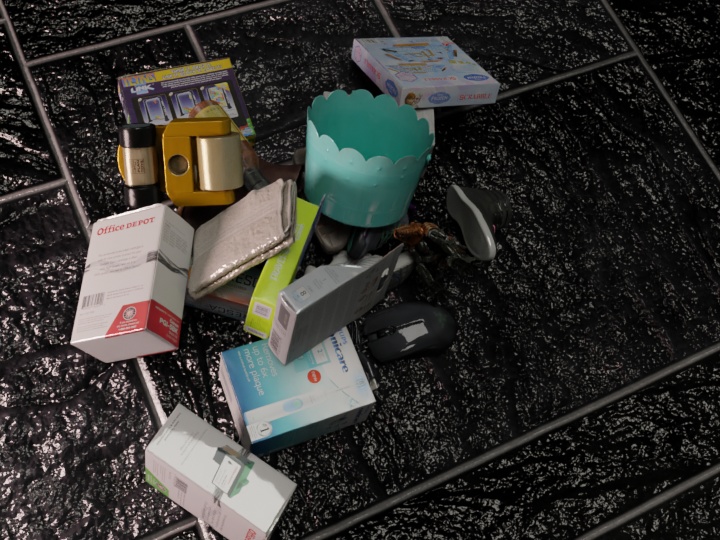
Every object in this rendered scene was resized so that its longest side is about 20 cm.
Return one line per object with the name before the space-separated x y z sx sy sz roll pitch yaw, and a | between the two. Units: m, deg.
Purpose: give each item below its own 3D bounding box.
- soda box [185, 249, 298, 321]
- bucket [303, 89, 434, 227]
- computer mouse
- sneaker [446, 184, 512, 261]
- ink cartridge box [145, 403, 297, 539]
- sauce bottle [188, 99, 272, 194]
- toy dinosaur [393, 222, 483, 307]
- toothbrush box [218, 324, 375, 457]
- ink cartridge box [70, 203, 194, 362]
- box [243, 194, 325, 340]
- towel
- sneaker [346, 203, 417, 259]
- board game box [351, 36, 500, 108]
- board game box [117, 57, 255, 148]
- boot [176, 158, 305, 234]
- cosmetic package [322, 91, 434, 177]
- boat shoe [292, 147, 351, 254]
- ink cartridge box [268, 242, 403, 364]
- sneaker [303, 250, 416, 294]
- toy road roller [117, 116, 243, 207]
soda box | -0.187 0.033 1.507 0.196 0.064 0.069 16 61 -5
bucket | 0.006 -0.174 1.507 0.203 0.136 0.209 9 38 -7
computer mouse | 0.067 0.102 1.533 0.197 0.053 0.140 -15 67 -18
sneaker | 0.216 -0.083 1.611 0.097 0.072 0.201 -1 32 -14
ink cartridge box | -0.194 0.292 1.332 0.198 0.147 0.085 33 60 5
sauce bottle | -0.202 -0.184 1.527 0.065 0.067 0.201 -24 59 -21
toy dinosaur | 0.111 -0.027 1.547 0.197 0.103 0.137 -2 47 -38
toothbrush box | -0.096 0.174 1.445 0.197 0.086 0.148 -14 67 -19
ink cartridge box | -0.333 0.020 1.435 0.144 0.083 0.204 -11 60 26
box | -0.113 -0.012 1.440 0.047 0.122 0.203 22 61 -2
towel | -0.174 -0.050 1.418 0.034 0.198 0.134 43 28 -36
sneaker | 0.043 -0.073 1.578 0.087 0.075 0.201 32 40 -5
board game box | 0.112 -0.352 1.709 0.197 0.042 0.200 -7 39 -25
board game box | -0.293 -0.262 1.634 0.196 0.057 0.168 -13 66 -17
boot | -0.191 -0.107 1.537 0.163 0.073 0.202 6 51 26
cosmetic package | 0.021 -0.231 1.657 0.196 0.107 0.092 3 62 -8
boat shoe | -0.065 -0.108 1.598 0.073 0.074 0.203 -6 60 -18
ink cartridge box | -0.037 0.036 1.390 0.199 0.161 0.047 -34 70 -27
sneaker | 0.000 0.000 1.560 0.197 0.075 0.088 -17 63 -20
toy road roller | -0.274 -0.174 1.489 0.196 0.146 0.125 -1 107 2
